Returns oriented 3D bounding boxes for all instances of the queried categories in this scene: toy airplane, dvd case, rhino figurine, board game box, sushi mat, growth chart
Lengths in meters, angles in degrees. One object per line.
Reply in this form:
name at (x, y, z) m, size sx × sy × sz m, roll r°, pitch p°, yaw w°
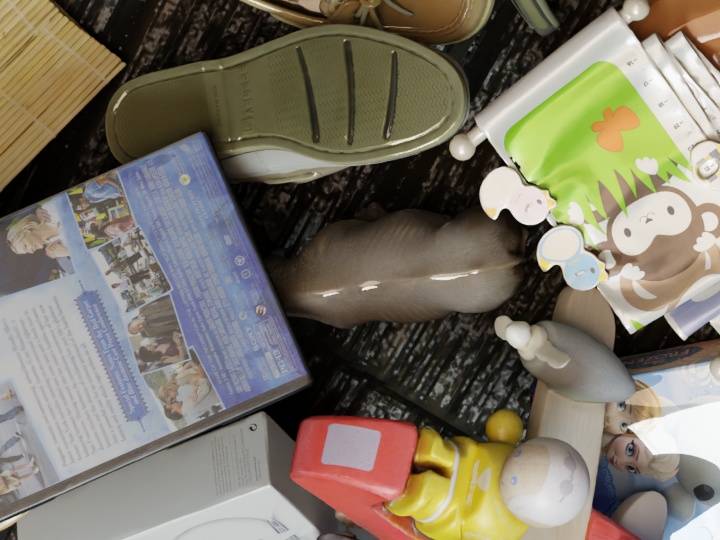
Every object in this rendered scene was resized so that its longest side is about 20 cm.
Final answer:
toy airplane at (0.088, 0.126, 1.516) m, size 0.199 × 0.141 × 0.200 m, roll -25°, pitch 81°, yaw -24°
dvd case at (-0.141, 0.033, 1.536) m, size 0.200 × 0.018 × 0.143 m, roll -24°, pitch 88°, yaw -3°
rhino figurine at (0.000, 0.000, 1.591) m, size 0.200 × 0.087 × 0.060 m, roll -9°, pitch 104°, yaw 15°
board game box at (0.210, 0.134, 1.613) m, size 0.199 × 0.043 × 0.200 m, roll -12°, pitch 104°, yaw 14°
sushi mat at (-0.227, -0.073, 1.599) m, size 0.096 × 0.012 × 0.200 m, roll 44°, pitch 76°, yaw -2°
growth chart at (0.156, -0.039, 1.533) m, size 0.200 × 0.018 × 0.145 m, roll 42°, pitch 99°, yaw -5°

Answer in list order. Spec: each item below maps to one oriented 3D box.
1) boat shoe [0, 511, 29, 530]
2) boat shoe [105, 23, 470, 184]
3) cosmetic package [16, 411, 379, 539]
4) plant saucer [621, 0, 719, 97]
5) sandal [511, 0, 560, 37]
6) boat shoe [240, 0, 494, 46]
boat shoe at (-0.158, 0.042, 1.580) m, size 0.069 × 0.074 × 0.200 m, roll 39°, pitch 78°, yaw -24°
boat shoe at (-0.030, -0.084, 1.571) m, size 0.200 × 0.068 × 0.075 m, roll -2°, pitch 83°, yaw 23°
cosmetic package at (-0.070, 0.164, 1.618) m, size 0.151 × 0.052 × 0.200 m, roll -20°, pitch 142°, yaw 19°
plant saucer at (0.207, -0.065, 1.556) m, size 0.200 × 0.037 × 0.201 m, roll 4°, pitch 108°, yaw 11°
sandal at (0.081, -0.215, 1.517) m, size 0.057 × 0.080 × 0.201 m, roll -10°, pitch 105°, yaw 0°
boat shoe at (-0.030, -0.157, 1.562) m, size 0.200 × 0.063 × 0.073 m, roll 13°, pitch 109°, yaw 7°
